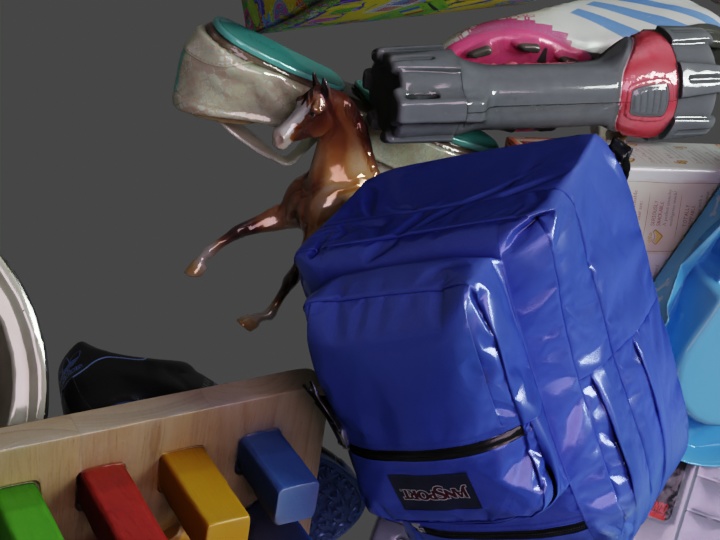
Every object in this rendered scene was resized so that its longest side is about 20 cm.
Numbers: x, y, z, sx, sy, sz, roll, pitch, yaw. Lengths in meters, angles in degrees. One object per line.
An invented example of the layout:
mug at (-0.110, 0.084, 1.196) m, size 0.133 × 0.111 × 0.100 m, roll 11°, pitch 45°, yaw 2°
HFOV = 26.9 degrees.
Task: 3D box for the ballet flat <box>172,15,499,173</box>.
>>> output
ballet flat at (-0.015, -0.084, 0.869) m, size 0.199 × 0.068 × 0.063 m, roll 22°, pitch 110°, yaw -19°

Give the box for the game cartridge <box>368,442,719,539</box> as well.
game cartridge at (0.118, 0.135, 0.881) m, size 0.199 × 0.038 × 0.130 m, roll 18°, pitch 85°, yaw 6°

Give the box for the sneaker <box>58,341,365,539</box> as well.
sneaker at (-0.078, 0.092, 0.823) m, size 0.070 × 0.078 × 0.200 m, roll -47°, pitch 134°, yaw 13°

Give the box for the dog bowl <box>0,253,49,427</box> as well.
dog bowl at (-0.259, 0.058, 0.737) m, size 0.199 × 0.074 × 0.201 m, roll 1°, pitch 88°, yaw -25°

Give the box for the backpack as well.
backpack at (0.063, 0.059, 0.760) m, size 0.168 × 0.162 × 0.201 m, roll -45°, pitch 121°, yaw -45°

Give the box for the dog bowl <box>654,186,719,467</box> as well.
dog bowl at (0.221, 0.012, 0.838) m, size 0.111 × 0.050 × 0.200 m, roll 29°, pitch 101°, yaw -23°

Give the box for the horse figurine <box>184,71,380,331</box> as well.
horse figurine at (0.000, 0.000, 0.853) m, size 0.200 × 0.050 × 0.133 m, roll 41°, pitch 90°, yaw -20°

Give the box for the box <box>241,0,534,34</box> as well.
box at (0.050, -0.211, 0.815) m, size 0.192 × 0.200 × 0.123 m, roll -10°, pitch 92°, yaw -25°

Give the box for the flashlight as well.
flashlight at (0.101, -0.103, 0.839) m, size 0.199 × 0.068 × 0.068 m, roll -3°, pitch 67°, yaw -18°

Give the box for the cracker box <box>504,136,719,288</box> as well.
cracker box at (0.175, -0.004, 0.878) m, size 0.199 × 0.058 × 0.135 m, roll 1°, pitch 111°, yaw -16°

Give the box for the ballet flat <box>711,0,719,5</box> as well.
ballet flat at (0.178, -0.232, 0.944) m, size 0.200 × 0.071 × 0.069 m, roll 36°, pitch 78°, yaw -26°

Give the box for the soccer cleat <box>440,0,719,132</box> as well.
soccer cleat at (0.130, -0.132, 0.927) m, size 0.199 × 0.086 × 0.070 m, roll -5°, pitch 125°, yaw -14°

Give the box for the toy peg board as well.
toy peg board at (-0.099, 0.172, 0.740) m, size 0.198 × 0.098 × 0.201 m, roll -9°, pitch 125°, yaw -28°

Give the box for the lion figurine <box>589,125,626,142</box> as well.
lion figurine at (0.138, -0.020, 0.932) m, size 0.199 × 0.072 × 0.123 m, roll -24°, pitch 109°, yaw -9°
